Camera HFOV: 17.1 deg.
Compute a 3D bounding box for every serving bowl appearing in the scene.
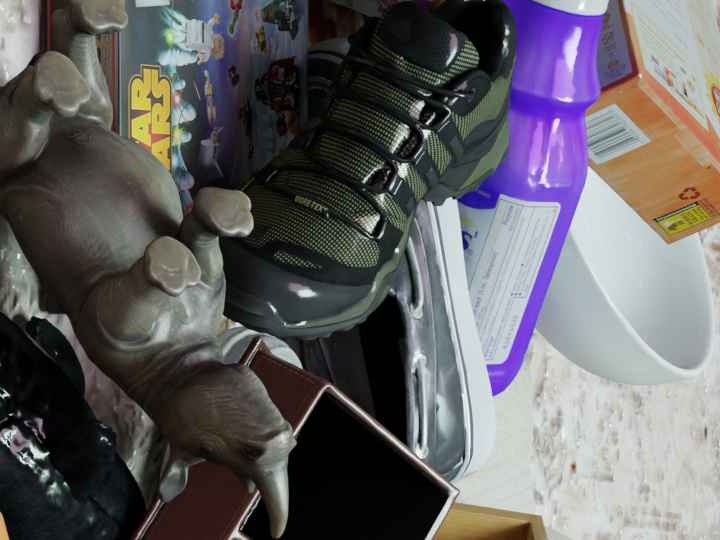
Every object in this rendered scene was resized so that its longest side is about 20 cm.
[{"bbox_3d":[0.104,-0.030,1.201,0.200,0.066,0.201,45,31,-38],"label":"serving bowl"}]

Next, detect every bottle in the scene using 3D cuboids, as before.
[{"bbox_3d":[0.060,-0.044,1.065,0.065,0.084,0.201,-1,120,-37],"label":"bottle"}]

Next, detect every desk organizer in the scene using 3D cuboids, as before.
[{"bbox_3d":[-0.050,0.135,0.878,0.200,0.077,0.072,-58,154,-15],"label":"desk organizer"}]

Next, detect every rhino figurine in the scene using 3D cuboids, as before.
[{"bbox_3d":[-0.074,0.005,0.841,0.060,0.087,0.201,-23,79,-37],"label":"rhino figurine"}]

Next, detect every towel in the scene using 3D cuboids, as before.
[{"bbox_3d":[0.036,0.109,1.141,0.200,0.034,0.133,-10,99,-60],"label":"towel"}]

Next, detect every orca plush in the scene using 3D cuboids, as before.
[{"bbox_3d":[-0.112,0.044,0.845,0.105,0.071,0.201,-50,131,-48],"label":"orca plush"}]

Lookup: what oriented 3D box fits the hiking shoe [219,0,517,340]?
[{"bbox_3d":[0.001,-0.054,0.927,0.200,0.075,0.101,-48,155,-47],"label":"hiking shoe"}]

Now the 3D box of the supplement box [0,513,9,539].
[{"bbox_3d":[-0.183,0.141,0.728,0.200,0.069,0.067,-35,117,-53],"label":"supplement box"}]

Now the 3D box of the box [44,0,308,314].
[{"bbox_3d":[-0.070,-0.083,0.952,0.137,0.040,0.201,-2,91,-59],"label":"box"}]

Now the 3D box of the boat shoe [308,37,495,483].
[{"bbox_3d":[0.000,0.000,1.029,0.068,0.072,0.201,-16,94,-52],"label":"boat shoe"}]

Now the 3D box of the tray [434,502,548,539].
[{"bbox_3d":[0.036,0.163,0.959,0.200,0.098,0.037,-99,-159,-59],"label":"tray"}]

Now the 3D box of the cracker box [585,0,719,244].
[{"bbox_3d":[0.130,-0.131,1.198,0.134,0.058,0.201,39,36,-46],"label":"cracker box"}]

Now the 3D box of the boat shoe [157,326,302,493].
[{"bbox_3d":[-0.041,0.124,0.974,0.074,0.065,0.203,25,68,-57],"label":"boat shoe"}]

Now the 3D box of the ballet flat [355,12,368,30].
[{"bbox_3d":[0.043,-0.154,1.127,0.067,0.062,0.200,32,54,-7],"label":"ballet flat"}]

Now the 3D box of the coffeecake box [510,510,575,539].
[{"bbox_3d":[0.123,0.224,1.083,0.073,0.199,0.154,-29,136,-55],"label":"coffeecake box"}]

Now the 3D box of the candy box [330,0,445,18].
[{"bbox_3d":[0.045,-0.209,0.981,0.136,0.061,0.201,73,42,-77],"label":"candy box"}]
